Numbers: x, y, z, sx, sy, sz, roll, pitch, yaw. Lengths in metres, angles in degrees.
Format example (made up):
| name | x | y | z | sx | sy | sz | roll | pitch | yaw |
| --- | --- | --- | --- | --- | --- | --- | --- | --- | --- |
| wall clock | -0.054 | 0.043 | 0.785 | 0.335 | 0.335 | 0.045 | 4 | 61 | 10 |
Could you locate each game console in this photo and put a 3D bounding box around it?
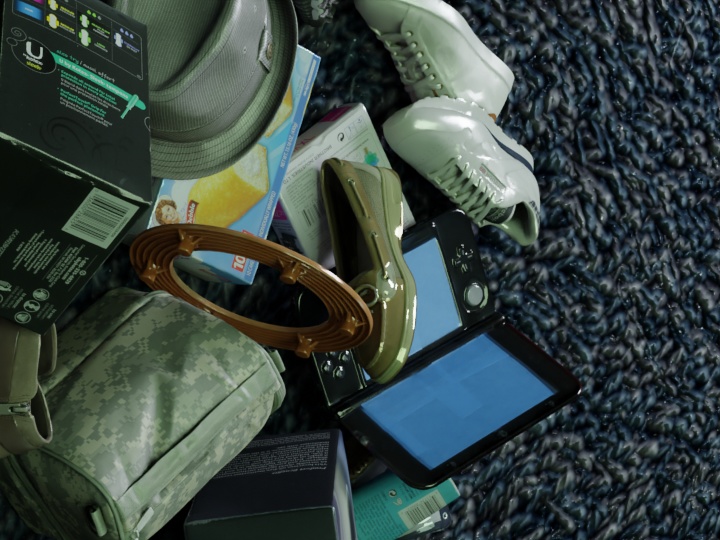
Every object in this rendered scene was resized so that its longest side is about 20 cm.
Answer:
| name | x | y | z | sx | sy | sz | roll | pitch | yaw |
| --- | --- | --- | --- | --- | --- | --- | --- | --- | --- |
| game console | 0.066 | 0.061 | 1.652 | 0.199 | 0.118 | 0.174 | -28 | 109 | -32 |

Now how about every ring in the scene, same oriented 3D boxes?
| name | x | y | z | sx | sy | sz | roll | pitch | yaw |
| --- | --- | --- | --- | --- | --- | --- | --- | --- | --- |
| ring | -0.087 | 0.021 | 1.518 | 0.200 | 0.200 | 0.019 | 38 | 60 | -36 |

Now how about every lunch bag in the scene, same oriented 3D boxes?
| name | x | y | z | sx | sy | sz | roll | pitch | yaw |
| --- | --- | --- | --- | --- | --- | --- | --- | --- | --- |
| lunch bag | -0.170 | 0.118 | 1.474 | 0.200 | 0.167 | 0.140 | -42 | 118 | -30 |

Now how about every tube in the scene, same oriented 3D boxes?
| name | x | y | z | sx | sy | sz | roll | pitch | yaw |
| --- | --- | --- | --- | --- | --- | --- | --- | --- | --- |
| tube | -0.011 | 0.222 | 1.658 | 0.199 | 0.050 | 0.078 | -32 | 110 | -2 |

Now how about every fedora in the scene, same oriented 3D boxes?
| name | x | y | z | sx | sy | sz | roll | pitch | yaw |
| --- | --- | --- | --- | --- | --- | --- | --- | --- | --- |
| fedora | -0.138 | -0.177 | 1.477 | 0.176 | 0.090 | 0.201 | 21 | 80 | 6 |

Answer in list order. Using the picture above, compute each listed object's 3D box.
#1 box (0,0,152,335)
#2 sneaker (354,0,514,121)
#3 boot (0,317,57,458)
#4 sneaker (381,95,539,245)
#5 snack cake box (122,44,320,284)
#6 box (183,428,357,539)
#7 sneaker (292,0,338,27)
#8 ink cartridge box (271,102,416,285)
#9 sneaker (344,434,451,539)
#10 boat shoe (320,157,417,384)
| name | x | y | z | sx | sy | sz | roll | pitch | yaw |
| --- | --- | --- | --- | --- | --- | --- | --- | --- | --- |
| box | -0.232 | -0.089 | 1.351 | 0.124 | 0.149 | 0.201 | 25 | 35 | -28 |
| sneaker | 0.061 | -0.180 | 1.717 | 0.200 | 0.073 | 0.085 | 34 | 69 | -38 |
| boot | -0.288 | 0.040 | 1.378 | 0.070 | 0.145 | 0.202 | -58 | 146 | -64 |
| sneaker | 0.096 | -0.088 | 1.727 | 0.199 | 0.076 | 0.081 | 24 | 50 | -44 |
| snack cake box | -0.119 | -0.102 | 1.570 | 0.115 | 0.067 | 0.201 | 26 | 76 | -40 |
| box | -0.060 | 0.253 | 1.538 | 0.122 | 0.198 | 0.202 | -7 | 103 | 3 |
| sneaker | -0.067 | -0.285 | 1.605 | 0.201 | 0.090 | 0.067 | 76 | 28 | -48 |
| ink cartridge box | -0.008 | -0.028 | 1.690 | 0.119 | 0.042 | 0.201 | -39 | 114 | -30 |
| sneaker | 0.063 | 0.156 | 1.742 | 0.200 | 0.070 | 0.109 | -44 | 115 | -22 |
| boat shoe | 0.001 | -0.002 | 1.597 | 0.063 | 0.073 | 0.202 | 14 | 57 | -27 |
